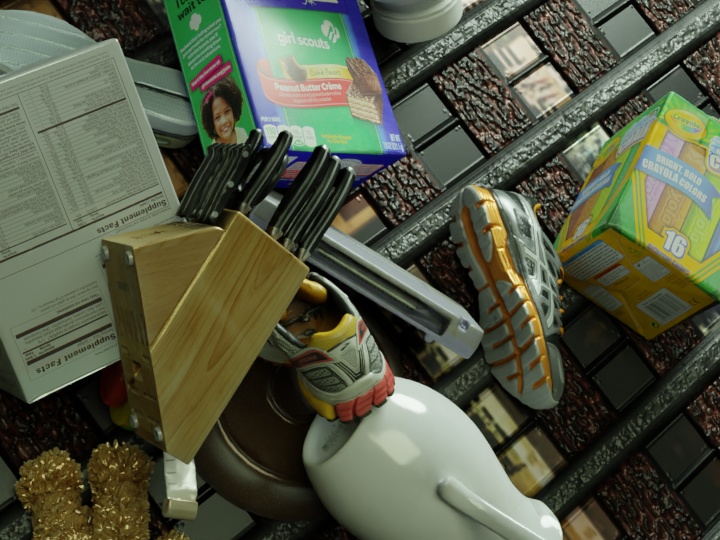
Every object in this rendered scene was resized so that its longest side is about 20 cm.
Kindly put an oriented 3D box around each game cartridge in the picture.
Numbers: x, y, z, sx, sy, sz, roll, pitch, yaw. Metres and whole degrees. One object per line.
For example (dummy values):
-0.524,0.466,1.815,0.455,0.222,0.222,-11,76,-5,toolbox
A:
0.000,0.000,1.033,0.199,0.130,0.039,31,91,-7,game cartridge

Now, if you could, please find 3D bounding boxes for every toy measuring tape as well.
-0.151,0.113,0.946,0.073,0.074,0.201,2,42,-19,toy measuring tape

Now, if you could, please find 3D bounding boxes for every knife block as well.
-0.078,0.010,0.876,0.175,0.064,0.202,-13,102,-28,knife block

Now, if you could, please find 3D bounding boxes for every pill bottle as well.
0.035,-0.299,1.103,0.110,0.201,0.111,-7,45,7,pill bottle

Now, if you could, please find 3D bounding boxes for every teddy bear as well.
-0.187,0.218,0.919,0.144,0.067,0.201,12,68,-13,teddy bear

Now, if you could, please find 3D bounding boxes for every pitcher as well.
0.067,0.166,0.950,0.200,0.171,0.122,37,75,-19,pitcher

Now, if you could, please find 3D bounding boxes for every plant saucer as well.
-0.050,0.096,1.032,0.199,0.032,0.202,6,71,-18,plant saucer

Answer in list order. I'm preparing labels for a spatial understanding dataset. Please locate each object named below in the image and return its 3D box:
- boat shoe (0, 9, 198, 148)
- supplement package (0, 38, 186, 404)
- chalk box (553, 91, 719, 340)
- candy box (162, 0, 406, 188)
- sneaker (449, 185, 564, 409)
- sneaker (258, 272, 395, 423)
-0.218,-0.144,1.036,0.199,0.062,0.072,20,56,-13,boat shoe
-0.224,-0.038,0.913,0.150,0.151,0.201,-26,106,-25,supplement package
0.273,-0.065,1.153,0.123,0.124,0.201,32,63,-7,chalk box
-0.065,-0.173,1.062,0.168,0.077,0.201,-3,70,-48,candy box
0.142,0.018,1.105,0.077,0.078,0.201,-6,75,-31,sneaker
-0.043,0.028,0.954,0.078,0.200,0.083,-33,126,-18,sneaker
